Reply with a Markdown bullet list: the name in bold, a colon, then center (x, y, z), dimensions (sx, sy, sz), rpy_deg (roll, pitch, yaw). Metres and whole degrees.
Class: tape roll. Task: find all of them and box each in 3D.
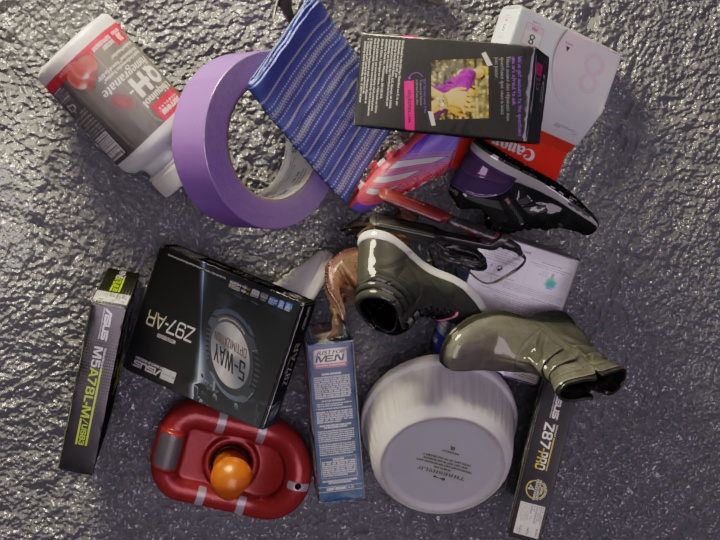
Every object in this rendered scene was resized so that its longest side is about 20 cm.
- **tape roll**: center (-0.117, -0.149, 1.344), dimensions (0.199, 0.065, 0.202), rpy_deg (-4, 96, -44)

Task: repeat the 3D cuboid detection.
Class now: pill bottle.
- **pill bottle**: center (-0.263, -0.184, 1.344), dimensions (0.111, 0.111, 0.200), rpy_deg (-42, 103, 1)

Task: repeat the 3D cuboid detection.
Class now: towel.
- **towel**: center (-0.036, -0.198, 1.356), dimensions (0.200, 0.024, 0.145), rpy_deg (48, 63, -35)

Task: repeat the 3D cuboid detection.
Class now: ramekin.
- **ramekin**: center (0.099, 0.210, 1.444), dimensions (0.200, 0.095, 0.204), rpy_deg (0, 122, 0)

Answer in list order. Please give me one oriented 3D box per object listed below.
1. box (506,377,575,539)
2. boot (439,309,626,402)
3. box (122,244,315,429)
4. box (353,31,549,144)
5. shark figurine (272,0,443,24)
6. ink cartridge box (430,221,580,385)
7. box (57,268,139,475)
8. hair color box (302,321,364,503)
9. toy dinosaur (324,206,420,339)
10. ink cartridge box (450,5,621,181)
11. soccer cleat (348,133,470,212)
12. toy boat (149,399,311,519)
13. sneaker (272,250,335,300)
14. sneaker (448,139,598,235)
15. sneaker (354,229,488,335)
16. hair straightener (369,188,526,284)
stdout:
- **box**: center (0.230, 0.220, 1.466), dimensions (0.049, 0.161, 0.202), rpy_deg (13, 98, 8)
- **boot**: center (0.203, 0.104, 1.355), dimensions (0.198, 0.131, 0.068), rpy_deg (-7, 122, -25)
- **box**: center (-0.171, 0.077, 1.399), dimensions (0.198, 0.043, 0.162), rpy_deg (22, 98, 15)
- **box**: center (0.104, -0.204, 1.320), dimensions (0.198, 0.122, 0.107), rpy_deg (8, 97, 15)
- **shark figurine**: center (-0.009, -0.361, 1.363), dimensions (0.212, 0.089, 0.129), rpy_deg (-11, 101, -8)
- **ink cartridge box**: center (0.173, 0.056, 1.471), dimensions (0.135, 0.076, 0.202), rpy_deg (17, 96, -10)
- **box**: center (-0.299, 0.110, 1.348), dimensions (0.047, 0.200, 0.195), rpy_deg (10, 98, -8)
- **hair color box**: center (-0.035, 0.174, 1.450), dimensions (0.060, 0.100, 0.202), rpy_deg (-5, 101, -6)
- **toy dinosaur**: center (0.000, 0.000, 1.403), dimensions (0.085, 0.200, 0.137), rpy_deg (-7, 102, 34)
- **ink cartridge box**: center (0.214, -0.196, 1.418), dimensions (0.161, 0.057, 0.202), rpy_deg (17, 89, -28)
- **soccer cleat**: center (0.073, -0.131, 1.424), dimensions (0.200, 0.067, 0.077), rpy_deg (-43, 99, -5)
- **toy boat**: center (-0.156, 0.242, 1.429), dimensions (0.198, 0.131, 0.132), rpy_deg (14, 99, -11)
- **sneaker**: center (-0.115, 0.042, 1.433), dimensions (0.088, 0.075, 0.200), rpy_deg (40, 93, 0)
- **sneaker**: center (0.194, -0.079, 1.419), dimensions (0.199, 0.076, 0.088), rpy_deg (27, 106, -22)
- **sneaker**: center (0.066, 0.044, 1.353), dimensions (0.199, 0.070, 0.100), rpy_deg (33, 55, -28)
- **hair straightener**: center (0.103, -0.033, 1.400), dimensions (0.198, 0.041, 0.078), rpy_deg (17, 112, -9)
